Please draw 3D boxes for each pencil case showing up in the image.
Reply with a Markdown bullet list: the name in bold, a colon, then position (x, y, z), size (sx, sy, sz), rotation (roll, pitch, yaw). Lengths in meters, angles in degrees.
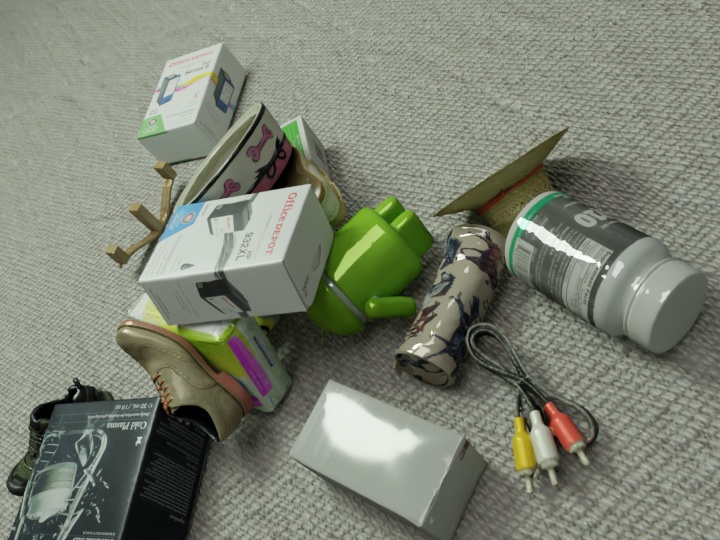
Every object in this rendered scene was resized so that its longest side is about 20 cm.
- **pencil case**: position (0.109, 0.043, 0.946), size (0.089, 0.078, 0.201), rotation (1, 58, 52)

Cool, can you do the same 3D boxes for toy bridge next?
- **toy bridge**: position (-0.370, -0.090, 1.345), size (0.027, 0.067, 0.201), rotation (5, 61, 34)

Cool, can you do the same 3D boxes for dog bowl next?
- **dog bowl**: position (-0.175, -0.136, 1.097), size (0.200, 0.074, 0.201), rotation (-43, 22, 23)

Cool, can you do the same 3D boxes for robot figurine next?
- **robot figurine**: position (0.000, 0.000, 1.017), size (0.200, 0.116, 0.175), rotation (-45, 45, -3)

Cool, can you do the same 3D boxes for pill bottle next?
- **pill bottle**: position (0.265, 0.000, 0.854), size (0.113, 0.113, 0.200), rotation (-48, 48, -6)

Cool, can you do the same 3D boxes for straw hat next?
- **straw hat**: position (0.195, -0.087, 0.971), size (0.200, 0.201, 0.086), rotation (-33, 89, 8)

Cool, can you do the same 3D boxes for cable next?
- **cable**: position (0.183, 0.131, 0.837), size (0.097, 0.050, 0.201), rotation (-28, 63, 11)

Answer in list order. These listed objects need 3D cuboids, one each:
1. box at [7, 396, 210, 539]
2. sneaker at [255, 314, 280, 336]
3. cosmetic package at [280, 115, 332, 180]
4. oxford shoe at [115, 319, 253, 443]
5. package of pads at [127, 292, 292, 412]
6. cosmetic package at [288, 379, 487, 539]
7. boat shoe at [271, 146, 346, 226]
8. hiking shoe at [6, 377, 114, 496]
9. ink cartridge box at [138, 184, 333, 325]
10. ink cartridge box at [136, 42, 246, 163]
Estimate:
- **box**: position (-0.324, 0.284, 1.021), size (0.198, 0.124, 0.198), rotation (-9, 57, 27)
- **sneaker**: position (-0.203, 0.054, 1.136), size (0.198, 0.075, 0.077), rotation (0, 58, 34)
- **cosmetic package**: position (-0.151, -0.142, 1.234), size (0.199, 0.085, 0.108), rotation (-27, 52, 12)
- **oxford shoe**: position (-0.231, 0.137, 0.973), size (0.199, 0.071, 0.075), rotation (34, 49, 0)
- **package of pads**: position (-0.205, 0.101, 1.044), size (0.199, 0.155, 0.068), rotation (9, 50, 36)
- **cosmetic package**: position (0.029, 0.212, 0.875), size (0.199, 0.090, 0.107), rotation (20, 70, 37)
- **boat shoe**: position (-0.077, -0.112, 1.083), size (0.074, 0.066, 0.200), rotation (-50, 33, 10)
- **hiking shoe**: position (-0.464, 0.241, 1.150), size (0.200, 0.101, 0.076), rotation (-48, 47, -6)
- **ink cartridge box**: position (-0.149, -0.019, 0.961), size (0.198, 0.084, 0.146), rotation (-7, 41, 21)
- **ink cartridge box**: position (-0.312, -0.310, 1.452), size (0.144, 0.088, 0.202), rotation (-7, 54, 29)
